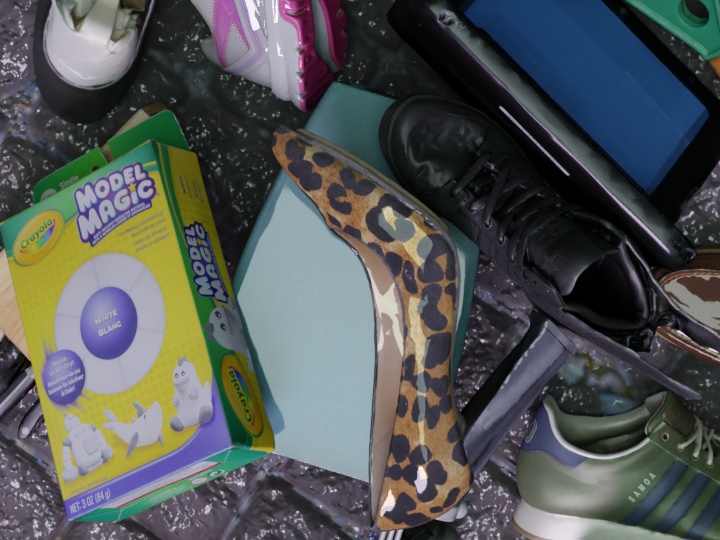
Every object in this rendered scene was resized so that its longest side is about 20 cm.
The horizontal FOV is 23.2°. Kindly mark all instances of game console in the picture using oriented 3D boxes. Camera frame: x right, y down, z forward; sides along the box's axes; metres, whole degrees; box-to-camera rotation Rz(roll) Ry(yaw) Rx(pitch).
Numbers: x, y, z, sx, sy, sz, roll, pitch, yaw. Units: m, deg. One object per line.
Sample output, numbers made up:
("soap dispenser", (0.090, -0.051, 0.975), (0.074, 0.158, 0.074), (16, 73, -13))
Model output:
("game console", (0.122, -0.110, 0.945), (0.200, 0.176, 0.116), (44, 89, -4))

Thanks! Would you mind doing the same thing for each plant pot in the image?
("plant pot", (0.000, 0.000, 1.001), (0.140, 0.141, 0.202), (16, 98, 1))

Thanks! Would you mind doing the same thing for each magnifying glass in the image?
("magnifying glass", (0.197, -0.143, 1.005), (0.201, 0.022, 0.079), (51, 143, -13))

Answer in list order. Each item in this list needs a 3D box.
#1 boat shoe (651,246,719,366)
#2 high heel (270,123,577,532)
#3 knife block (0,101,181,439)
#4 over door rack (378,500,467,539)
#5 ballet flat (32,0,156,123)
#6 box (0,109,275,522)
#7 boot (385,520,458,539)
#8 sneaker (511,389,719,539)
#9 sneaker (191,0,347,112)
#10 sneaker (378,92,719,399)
("boat shoe", (0.261, 0.037, 1.024), (0.198, 0.068, 0.073), (18, 100, 1))
("high heel", (-0.002, 0.033, 0.902), (0.200, 0.071, 0.143), (41, 89, -8))
("knife block", (-0.194, 0.001, 1.049), (0.173, 0.064, 0.203), (1, 100, 3))
("over door rack", (-0.038, 0.167, 1.037), (0.199, 0.066, 0.149), (22, 94, 34))
("ballet flat", (-0.144, -0.165, 0.992), (0.067, 0.069, 0.202), (18, 116, -8))
("box", (-0.126, 0.021, 0.947), (0.117, 0.048, 0.202), (-26, 69, 25))
("boot", (0.044, 0.253, 1.085), (0.130, 0.068, 0.202), (25, 104, -10))
("sneaker", (0.190, 0.117, 1.041), (0.197, 0.067, 0.091), (3, 105, 6))
("sneaker", (-0.062, -0.189, 0.983), (0.087, 0.081, 0.202), (10, 118, 21))
("sneaker", (0.098, -0.016, 0.894), (0.200, 0.104, 0.060), (45, 84, -15))
